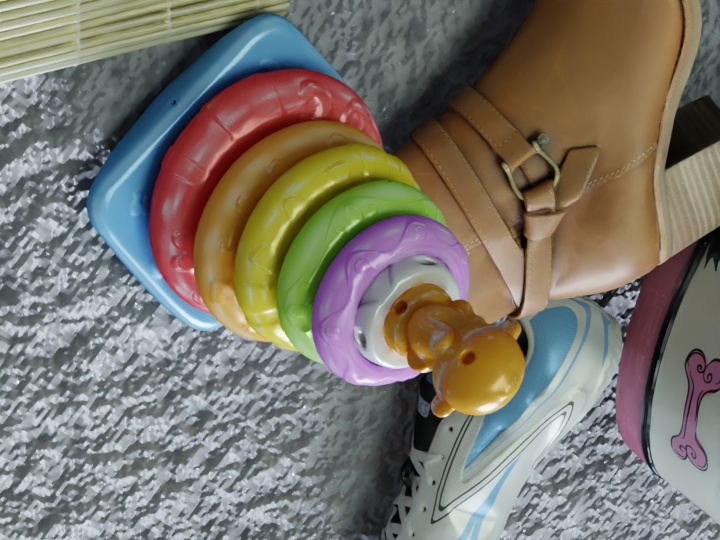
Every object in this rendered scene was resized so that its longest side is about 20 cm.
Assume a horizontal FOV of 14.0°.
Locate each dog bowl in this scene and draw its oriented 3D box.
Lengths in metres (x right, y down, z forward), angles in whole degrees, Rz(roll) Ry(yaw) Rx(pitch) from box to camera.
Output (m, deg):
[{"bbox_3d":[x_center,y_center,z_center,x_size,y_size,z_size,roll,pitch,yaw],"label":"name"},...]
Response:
[{"bbox_3d":[0.189,0.021,1.352,0.200,0.074,0.201,-45,148,-38],"label":"dog bowl"}]

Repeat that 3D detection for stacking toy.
[{"bbox_3d":[0.000,0.000,1.121,0.116,0.200,0.110,-47,135,-6],"label":"stacking toy"}]

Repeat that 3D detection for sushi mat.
[{"bbox_3d":[-0.106,-0.120,1.095,0.200,0.012,0.096,-17,125,-33],"label":"sushi mat"}]

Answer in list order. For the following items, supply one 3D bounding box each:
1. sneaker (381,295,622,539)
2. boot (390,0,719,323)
[{"bbox_3d":[0.041,0.091,1.317,0.072,0.072,0.200,28,101,-12],"label":"sneaker"},{"bbox_3d":[0.070,-0.075,1.230,0.154,0.074,0.200,-25,108,-5],"label":"boot"}]
